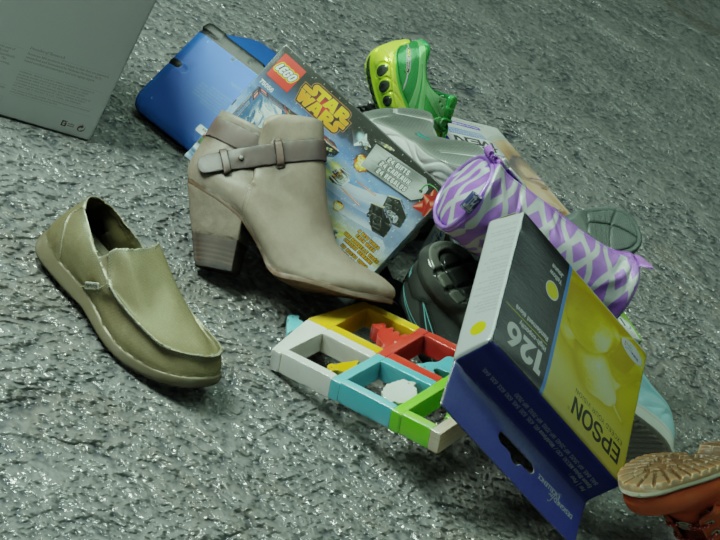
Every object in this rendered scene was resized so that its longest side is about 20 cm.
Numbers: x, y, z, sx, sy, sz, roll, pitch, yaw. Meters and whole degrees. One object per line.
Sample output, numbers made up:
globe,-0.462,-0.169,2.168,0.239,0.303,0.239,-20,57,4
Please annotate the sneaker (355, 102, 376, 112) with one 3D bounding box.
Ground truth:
sneaker,-0.001,-0.151,1.863,0.200,0.079,0.075,8,33,-37

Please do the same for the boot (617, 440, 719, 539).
boot,0.287,0.203,1.475,0.075,0.107,0.200,6,3,45

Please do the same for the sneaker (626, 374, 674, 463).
sneaker,0.209,0.097,1.595,0.200,0.074,0.082,47,30,-14

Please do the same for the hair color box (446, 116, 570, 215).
hair color box,0.143,-0.090,1.921,0.109,0.065,0.200,10,33,-37

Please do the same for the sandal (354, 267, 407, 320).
sandal,0.000,0.000,1.617,0.200,0.043,0.076,28,25,-4

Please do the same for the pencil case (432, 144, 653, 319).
pencil case,0.155,-0.027,1.528,0.200,0.086,0.084,34,6,-26

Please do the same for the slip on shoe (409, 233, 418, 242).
slip on shoe,-0.036,-0.082,1.622,0.200,0.061,0.074,17,49,9

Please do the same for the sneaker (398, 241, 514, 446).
sneaker,0.101,0.073,1.536,0.075,0.079,0.200,-13,69,-43

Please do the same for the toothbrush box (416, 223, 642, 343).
toothbrush box,0.159,0.026,1.692,0.145,0.086,0.200,16,27,-26

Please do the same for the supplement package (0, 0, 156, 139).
supplement package,-0.305,-0.259,1.589,0.191,0.200,0.147,15,29,-30

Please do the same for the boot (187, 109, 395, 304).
boot,-0.054,-0.059,1.514,0.200,0.146,0.070,13,-8,1

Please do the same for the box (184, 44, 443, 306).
box,-0.038,-0.084,1.568,0.200,0.137,0.040,43,0,7

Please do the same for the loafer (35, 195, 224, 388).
loafer,-0.177,0.015,1.366,0.200,0.068,0.076,40,27,22

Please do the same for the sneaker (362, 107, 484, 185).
sneaker,0.052,-0.101,1.667,0.070,0.080,0.200,-7,27,-22

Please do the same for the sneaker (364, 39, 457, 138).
sneaker,0.069,-0.146,1.814,0.083,0.200,0.074,-25,29,-15

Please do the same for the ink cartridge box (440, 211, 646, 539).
ink cartridge box,0.155,0.087,1.435,0.198,0.047,0.200,47,40,-30

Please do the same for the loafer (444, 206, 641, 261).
loafer,0.164,-0.018,1.624,0.200,0.063,0.072,-2,64,-24

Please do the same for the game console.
game console,-0.094,-0.146,1.756,0.200,0.171,0.118,38,-15,18

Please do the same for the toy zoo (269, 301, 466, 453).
toy zoo,0.019,0.078,1.448,0.200,0.020,0.131,25,31,29

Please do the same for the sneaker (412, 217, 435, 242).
sneaker,0.033,-0.057,1.734,0.200,0.091,0.066,-23,51,-29
